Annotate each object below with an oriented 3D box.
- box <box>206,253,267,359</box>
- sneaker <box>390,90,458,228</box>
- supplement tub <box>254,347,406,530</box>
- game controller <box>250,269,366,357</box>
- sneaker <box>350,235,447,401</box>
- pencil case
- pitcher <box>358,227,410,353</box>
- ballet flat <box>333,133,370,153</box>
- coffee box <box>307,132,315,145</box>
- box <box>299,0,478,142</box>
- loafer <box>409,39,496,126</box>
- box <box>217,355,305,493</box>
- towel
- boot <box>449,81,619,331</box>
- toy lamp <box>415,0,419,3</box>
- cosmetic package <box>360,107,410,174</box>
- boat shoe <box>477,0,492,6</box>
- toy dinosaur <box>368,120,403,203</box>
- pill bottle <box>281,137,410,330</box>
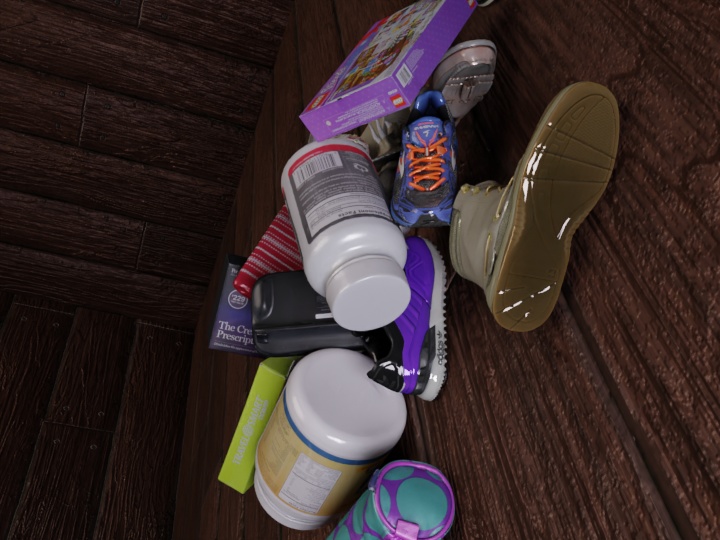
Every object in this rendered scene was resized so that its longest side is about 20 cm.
[{"bbox_3d":[-0.130,0.067,1.228,0.079,0.198,0.142,-140,64,-72],"label":"box"},{"bbox_3d":[0.065,-0.115,0.793,0.201,0.075,0.079,-87,-10,-49],"label":"sneaker"},{"bbox_3d":[-0.044,0.206,0.926,0.145,0.143,0.201,-94,23,-46],"label":"supplement tub"},{"bbox_3d":[-0.037,0.047,0.941,0.042,0.198,0.105,70,-164,-70],"label":"game controller"},{"bbox_3d":[0.038,0.039,0.851,0.070,0.099,0.201,121,155,-51],"label":"sneaker"},{"bbox_3d":[0.017,0.271,0.777,0.093,0.085,0.201,-51,-8,-46],"label":"pencil case"},{"bbox_3d":[0.000,0.000,1.021,0.171,0.121,0.201,-25,44,45],"label":"pitcher"},{"bbox_3d":[-0.040,-0.146,1.062,0.200,0.075,0.064,138,149,-58],"label":"ballet flat"},{"bbox_3d":[-0.044,-0.114,1.235,0.080,0.113,0.202,-139,62,-71],"label":"coffee box"},{"bbox_3d":[0.033,-0.229,0.838,0.136,0.039,0.201,-12,36,44],"label":"box"},{"bbox_3d":[0.108,-0.195,0.884,0.200,0.071,0.063,143,121,-75],"label":"loafer"},{"bbox_3d":[-0.117,0.185,1.039,0.201,0.047,0.122,-68,-14,15],"label":"box"},{"bbox_3d":[-0.079,-0.011,1.109,0.201,0.144,0.022,-61,8,-35],"label":"towel"},{"bbox_3d":[0.137,-0.066,0.662,0.155,0.071,0.202,-119,44,-70],"label":"boot"},{"bbox_3d":[0.076,-0.296,0.989,0.058,0.058,0.201,-56,8,51],"label":"toy lamp"},{"bbox_3d":[0.026,-0.136,1.085,0.200,0.073,0.104,133,146,-58],"label":"cosmetic package"},{"bbox_3d":[0.129,-0.368,0.938,0.201,0.063,0.074,-124,52,-67],"label":"boat shoe"},{"bbox_3d":[0.056,-0.095,0.896,0.201,0.101,0.077,-97,25,-52],"label":"toy dinosaur"},{"bbox_3d":[-0.014,-0.039,0.819,0.201,0.110,0.111,-109,34,-40],"label":"pill bottle"}]
